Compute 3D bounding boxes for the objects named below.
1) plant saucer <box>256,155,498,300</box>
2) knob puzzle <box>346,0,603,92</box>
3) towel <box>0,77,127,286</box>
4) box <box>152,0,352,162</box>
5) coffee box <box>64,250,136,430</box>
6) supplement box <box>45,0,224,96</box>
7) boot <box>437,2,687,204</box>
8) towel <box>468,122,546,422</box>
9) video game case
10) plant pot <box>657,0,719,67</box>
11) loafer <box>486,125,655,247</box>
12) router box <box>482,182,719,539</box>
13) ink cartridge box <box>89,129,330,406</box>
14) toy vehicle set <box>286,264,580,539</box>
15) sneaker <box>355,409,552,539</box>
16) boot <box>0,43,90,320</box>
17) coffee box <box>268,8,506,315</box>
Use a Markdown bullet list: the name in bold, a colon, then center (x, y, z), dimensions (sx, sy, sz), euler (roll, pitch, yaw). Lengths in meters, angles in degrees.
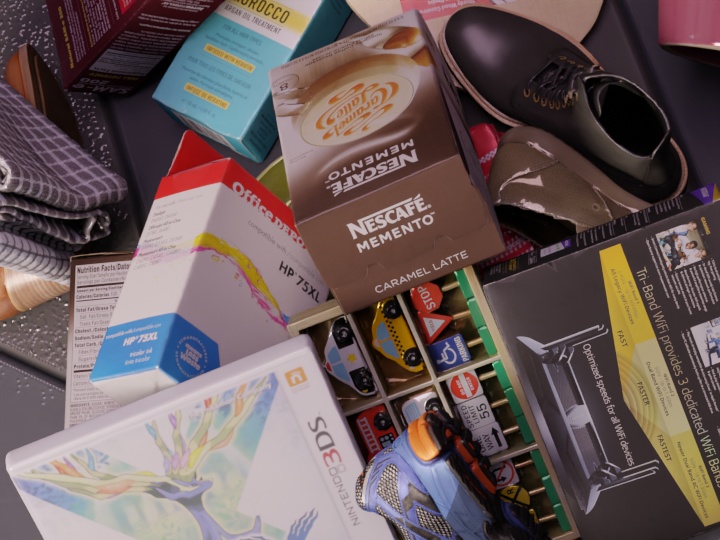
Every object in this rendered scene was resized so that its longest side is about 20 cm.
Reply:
- **plant saucer**: center (0.000, 0.000, 1.491), dimensions (0.199, 0.031, 0.201), euler (-5, 70, 14)
- **knob puzzle**: center (0.085, -0.212, 1.523), dimensions (0.219, 0.030, 0.220), euler (0, 85, -1)
- **towel**: center (-0.264, -0.085, 1.447), dimensions (0.200, 0.166, 0.086), euler (41, 96, 18)
- **box**: center (-0.061, -0.184, 1.557), dimensions (0.082, 0.049, 0.200), euler (26, 82, 22)
- **coffee box**: center (-0.143, 0.097, 1.457), dimensions (0.080, 0.113, 0.201), euler (-5, 71, 14)
- **supplement box**: center (-0.148, -0.219, 1.530), dimensions (0.200, 0.061, 0.109), euler (-37, 60, 44)
- **boot**: center (0.133, -0.126, 1.421), dimensions (0.200, 0.138, 0.078), euler (35, 86, 14)
- **towel**: center (0.058, 0.012, 1.442), dimensions (0.144, 0.022, 0.200), euler (-22, 68, 9)
- **video game case**: center (-0.092, 0.150, 1.348), dimensions (0.200, 0.183, 0.022), euler (-22, 30, 2)
- **plant pot**: center (0.273, -0.220, 1.407), dimensions (0.199, 0.200, 0.180), euler (14, 92, 20)
- **loafer**: center (0.162, -0.013, 1.405), dimensions (0.200, 0.076, 0.067), euler (34, 69, 8)
- **router box**: center (0.184, 0.066, 1.354), dimensions (0.157, 0.052, 0.200), euler (-20, 101, 9)
- **ink cartridge box**: center (-0.085, 0.011, 1.403), dimensions (0.067, 0.116, 0.200), euler (-13, 49, 41)
- **toy vehicle set**: center (0.049, 0.099, 1.390), dimensions (0.124, 0.027, 0.200), euler (-22, 102, 9)
- **sneaker**: center (0.068, 0.175, 1.354), dimensions (0.078, 0.075, 0.200), euler (-27, 110, 20)
- **boot**: center (-0.282, -0.059, 1.571), dimensions (0.154, 0.074, 0.201), euler (-15, 67, 15)
- **coffee box**: center (0.014, -0.074, 1.400), dimensions (0.114, 0.080, 0.200), euler (-23, 33, 7)
